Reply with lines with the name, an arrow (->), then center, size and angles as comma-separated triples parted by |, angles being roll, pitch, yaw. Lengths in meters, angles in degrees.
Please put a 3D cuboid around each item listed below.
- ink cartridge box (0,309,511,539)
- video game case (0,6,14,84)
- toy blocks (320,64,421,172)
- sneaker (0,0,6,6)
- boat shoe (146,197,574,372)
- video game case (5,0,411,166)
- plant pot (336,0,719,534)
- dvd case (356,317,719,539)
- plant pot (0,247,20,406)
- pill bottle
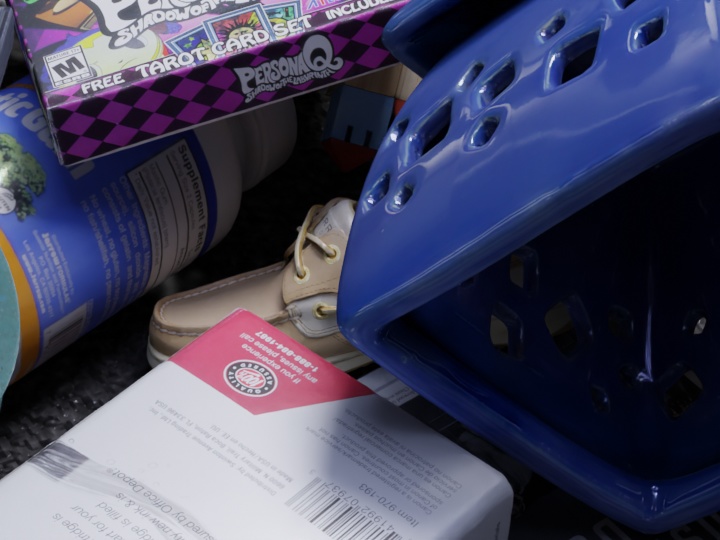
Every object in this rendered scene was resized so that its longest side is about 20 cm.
ink cartridge box -> -0.061, 0.124, 0.939 | 0.145, 0.084, 0.200 | 32, 49, 27
video game case -> -0.236, -0.070, 0.915 | 0.199, 0.019, 0.143 | 2, 26, -3
toy blocks -> 0.060, -0.072, 1.153 | 0.199, 0.100, 0.137 | 15, 85, -10
sneaker -> -0.221, -0.184, 1.260 | 0.200, 0.121, 0.084 | 35, 84, 2
boat shoe -> 0.000, 0.000, 1.082 | 0.199, 0.069, 0.074 | -10, 28, -2
video game case -> -0.056, -0.132, 1.080 | 0.199, 0.036, 0.182 | -17, 38, -7
plant pot -> 0.123, -0.041, 0.957 | 0.200, 0.200, 0.180 | 33, 42, -34
dvd case -> 0.100, 0.089, 1.049 | 0.150, 0.025, 0.200 | -27, 50, -29
plant pot -> -0.213, 0.029, 0.930 | 0.200, 0.134, 0.201 | 23, 55, -36
pill bottle -> -0.124, -0.038, 1.100 | 0.112, 0.112, 0.200 | 32, 49, 27
